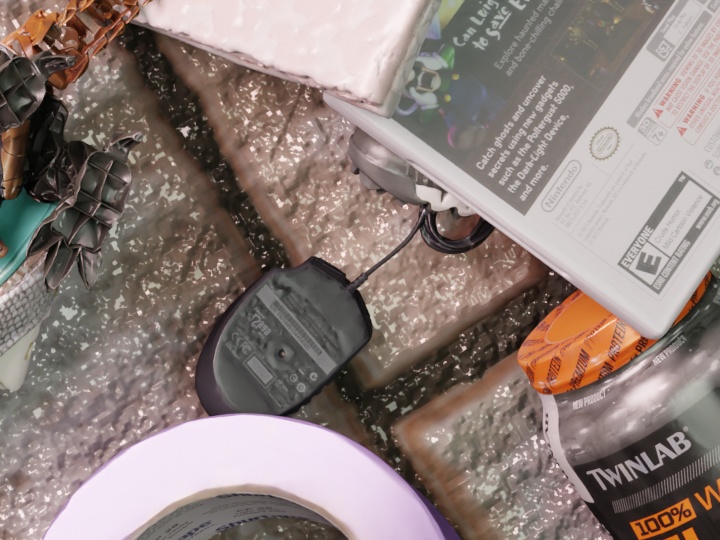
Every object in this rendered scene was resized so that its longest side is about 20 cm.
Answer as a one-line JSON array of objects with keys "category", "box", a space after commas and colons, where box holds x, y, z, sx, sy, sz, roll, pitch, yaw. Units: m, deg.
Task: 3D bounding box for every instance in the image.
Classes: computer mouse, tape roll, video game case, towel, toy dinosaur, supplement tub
[{"category": "computer mouse", "box": [0.000, 0.000, 1.377, 0.200, 0.034, 0.059, -41, 99, -17]}, {"category": "tape roll", "box": [-0.045, 0.167, 1.296, 0.200, 0.085, 0.200, -2, 77, 10]}, {"category": "video game case", "box": [0.112, -0.102, 1.306, 0.182, 0.023, 0.200, 36, 80, -4]}, {"category": "towel", "box": [-0.022, -0.178, 1.296, 0.032, 0.200, 0.191, 30, 85, -54]}, {"category": "toy dinosaur", "box": [-0.159, -0.063, 1.276, 0.102, 0.136, 0.200, 23, 96, -26]}, {"category": "supplement tub", "box": [0.167, 0.092, 1.369, 0.123, 0.123, 0.200, -39, 99, -10]}]

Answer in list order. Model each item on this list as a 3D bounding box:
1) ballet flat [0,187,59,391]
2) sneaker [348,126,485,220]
[{"category": "ballet flat", "box": [-0.188, 0.040, 1.317, 0.200, 0.072, 0.072, -44, 100, -9]}, {"category": "sneaker", "box": [0.087, -0.076, 1.346, 0.200, 0.066, 0.091, -3, 122, -28]}]
